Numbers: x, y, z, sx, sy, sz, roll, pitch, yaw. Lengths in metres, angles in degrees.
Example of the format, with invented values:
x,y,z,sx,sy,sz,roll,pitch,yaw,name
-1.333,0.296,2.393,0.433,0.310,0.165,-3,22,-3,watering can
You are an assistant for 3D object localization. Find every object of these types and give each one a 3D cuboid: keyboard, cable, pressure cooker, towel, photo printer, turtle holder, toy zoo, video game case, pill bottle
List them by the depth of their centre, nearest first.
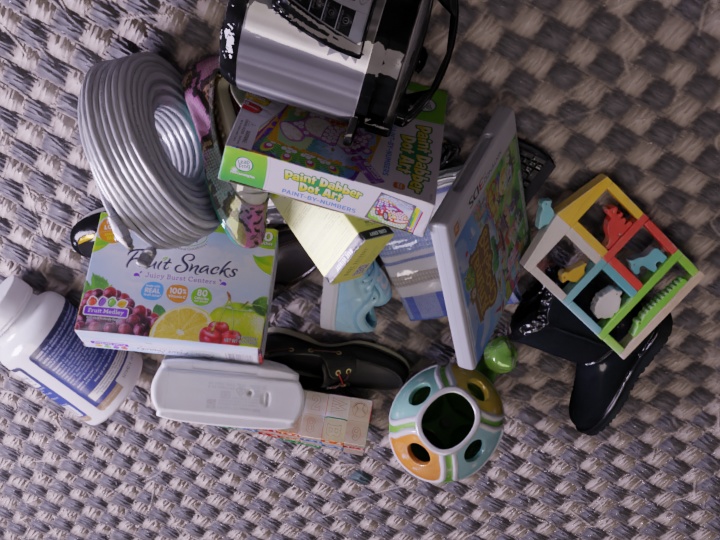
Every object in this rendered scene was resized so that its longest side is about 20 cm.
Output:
x,y,z,sx,sy,sz,roll,pitch,yaw,name
-0.012,-0.225,0.928,0.198,0.180,0.177,18,132,-2,pressure cooker
-0.204,-0.122,1.036,0.069,0.200,0.202,-20,102,18,cable
0.128,-0.031,1.047,0.022,0.183,0.201,11,139,26,video game case
0.265,-0.012,1.122,0.200,0.020,0.131,41,97,-18,toy zoo
0.114,-0.076,1.138,0.126,0.021,0.201,24,129,-11,keyboard
0.089,-0.024,1.159,0.145,0.024,0.201,-11,128,19,towel
-0.155,0.135,1.186,0.164,0.200,0.070,6,88,-10,photo printer
0.121,0.177,1.251,0.184,0.142,0.132,-21,169,-1,turtle holder
-0.385,0.098,1.311,0.111,0.112,0.200,-32,119,31,pill bottle

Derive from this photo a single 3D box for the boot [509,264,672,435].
x,y,z,sx,sy,sz,roll,pitch,yaw,name
0.248,0.094,1.220,0.166,0.077,0.201,19,124,-12,boot

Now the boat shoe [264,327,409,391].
x,y,z,sx,sy,sz,roll,pitch,yaw,name
-0.037,0.126,1.309,0.199,0.063,0.074,11,129,-1,boat shoe

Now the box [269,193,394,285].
x,y,z,sx,sy,sz,roll,pitch,yaw,name
-0.053,-0.087,1.058,0.201,0.050,0.075,53,130,18,box

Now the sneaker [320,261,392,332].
x,y,z,sx,sy,sz,roll,pitch,yaw,name
0.000,0.000,1.189,0.081,0.075,0.201,9,143,2,sneaker

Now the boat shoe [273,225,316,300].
x,y,z,sx,sy,sz,roll,pitch,yaw,name
-0.120,0.016,1.220,0.199,0.074,0.074,-29,121,30,boat shoe

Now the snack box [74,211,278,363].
x,y,z,sx,sy,sz,roll,pitch,yaw,name
-0.195,0.018,1.121,0.197,0.144,0.053,5,154,1,snack box

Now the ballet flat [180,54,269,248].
x,y,z,sx,sy,sz,roll,pitch,yaw,name
-0.126,-0.125,1.041,0.071,0.069,0.202,-24,79,35,ballet flat

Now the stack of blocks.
x,y,z,sx,sy,sz,roll,pitch,yaw,name
-0.086,0.189,1.338,0.198,0.059,0.115,10,165,1,stack of blocks

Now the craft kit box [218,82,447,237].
x,y,z,sx,sy,sz,roll,pitch,yaw,name
-0.019,-0.132,0.993,0.195,0.201,0.049,17,130,-6,craft kit box

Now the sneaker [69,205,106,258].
x,y,z,sx,sy,sz,roll,pitch,yaw,name
-0.251,-0.021,1.199,0.198,0.091,0.070,4,131,6,sneaker

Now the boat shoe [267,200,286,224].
x,y,z,sx,sy,sz,roll,pitch,yaw,name
-0.120,-0.072,1.155,0.198,0.070,0.067,-10,128,8,boat shoe
